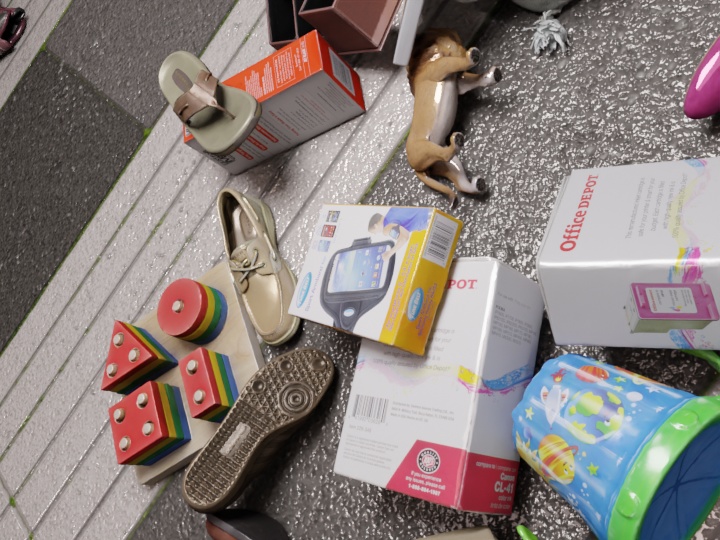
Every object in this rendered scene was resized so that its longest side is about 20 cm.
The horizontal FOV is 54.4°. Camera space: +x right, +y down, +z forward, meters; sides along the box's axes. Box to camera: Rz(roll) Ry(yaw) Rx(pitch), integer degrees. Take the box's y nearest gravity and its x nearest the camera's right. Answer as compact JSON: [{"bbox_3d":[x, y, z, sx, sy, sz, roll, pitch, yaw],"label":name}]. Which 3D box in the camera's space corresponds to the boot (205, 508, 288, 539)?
[{"bbox_3d":[-0.109,0.355,0.683,0.188,0.068,0.201,20,91,27],"label":"boot"}]

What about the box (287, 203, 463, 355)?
[{"bbox_3d":[0.000,0.000,0.653,0.200,0.041,0.120,9,80,53],"label":"box"}]

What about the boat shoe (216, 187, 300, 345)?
[{"bbox_3d":[-0.124,-0.008,0.805,0.072,0.065,0.201,-29,60,19],"label":"boat shoe"}]

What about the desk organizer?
[{"bbox_3d":[-0.049,-0.305,0.828,0.200,0.077,0.072,16,81,51],"label":"desk organizer"}]

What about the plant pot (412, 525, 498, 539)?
[{"bbox_3d":[0.053,0.293,0.504,0.176,0.200,0.200,-29,74,0],"label":"plant pot"}]

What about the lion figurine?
[{"bbox_3d":[0.080,-0.163,0.734,0.122,0.072,0.201,9,83,51],"label":"lion figurine"}]

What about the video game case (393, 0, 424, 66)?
[{"bbox_3d":[0.066,-0.327,0.730,0.017,0.143,0.201,12,48,-2],"label":"video game case"}]

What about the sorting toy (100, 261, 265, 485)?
[{"bbox_3d":[-0.218,0.113,0.816,0.200,0.070,0.199,-33,59,18],"label":"sorting toy"}]

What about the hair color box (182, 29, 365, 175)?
[{"bbox_3d":[-0.106,-0.195,0.840,0.199,0.101,0.062,-21,64,23],"label":"hair color box"}]

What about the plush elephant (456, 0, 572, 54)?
[{"bbox_3d":[0.160,-0.335,0.695,0.164,0.155,0.201,-13,66,27],"label":"plush elephant"}]

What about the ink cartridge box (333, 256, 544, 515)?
[{"bbox_3d":[0.070,0.097,0.621,0.147,0.085,0.201,0,71,48],"label":"ink cartridge box"}]

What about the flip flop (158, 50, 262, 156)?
[{"bbox_3d":[-0.182,-0.197,0.790,0.081,0.058,0.200,-49,56,8],"label":"flip flop"}]

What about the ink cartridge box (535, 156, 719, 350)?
[{"bbox_3d":[0.250,-0.017,0.535,0.199,0.085,0.145,0,37,30],"label":"ink cartridge box"}]

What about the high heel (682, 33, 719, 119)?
[{"bbox_3d":[0.366,-0.184,0.573,0.200,0.067,0.096,-39,46,-1],"label":"high heel"}]

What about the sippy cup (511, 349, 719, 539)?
[{"bbox_3d":[0.191,0.132,0.533,0.177,0.140,0.130,-26,36,-28],"label":"sippy cup"}]

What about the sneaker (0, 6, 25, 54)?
[{"bbox_3d":[-0.676,-0.488,1.315,0.115,0.076,0.201,-17,75,20],"label":"sneaker"}]

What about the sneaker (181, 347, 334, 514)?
[{"bbox_3d":[-0.106,0.163,0.726,0.070,0.076,0.200,40,68,13],"label":"sneaker"}]
